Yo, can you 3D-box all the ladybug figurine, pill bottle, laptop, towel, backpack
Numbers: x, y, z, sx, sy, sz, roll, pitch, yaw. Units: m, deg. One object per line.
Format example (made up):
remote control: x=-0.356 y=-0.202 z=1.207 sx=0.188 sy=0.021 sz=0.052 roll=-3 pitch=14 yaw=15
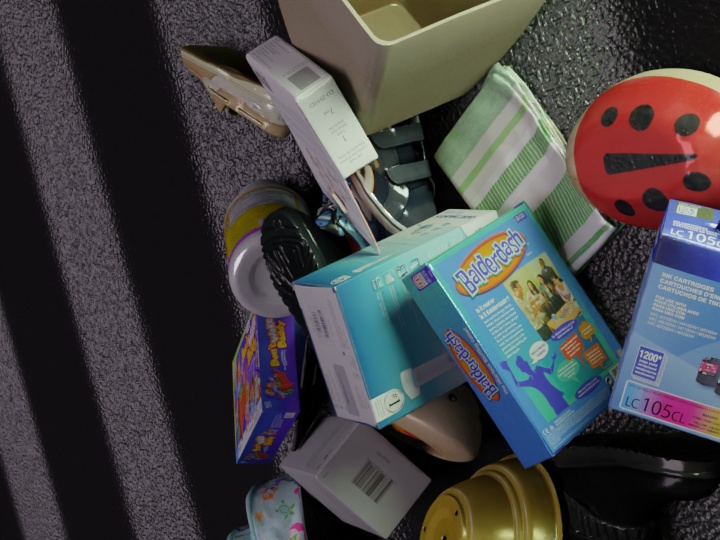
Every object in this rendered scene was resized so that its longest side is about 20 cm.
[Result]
ladybug figurine: x=0.057 y=0.141 z=1.371 sx=0.200 sy=0.136 sz=0.072 roll=14 pitch=70 yaw=55
pill bottle: x=-0.102 y=-0.034 z=1.462 sx=0.200 sy=0.104 sz=0.105 roll=-107 pitch=18 yaw=-64
laptop: x=-0.086 y=0.081 z=1.532 sx=0.103 sy=0.200 sz=0.178 roll=12 pitch=116 yaw=9
towel: x=0.155 y=-0.079 z=1.240 sx=0.200 sy=0.023 sz=0.153 roll=57 pitch=141 yaw=19
ladybug figurine: x=0.246 y=-0.098 z=1.078 sx=0.200 sy=0.072 sz=0.136 roll=-6 pitch=98 yaw=52
backpack: x=-0.078 y=0.347 z=1.574 sx=0.150 sy=0.178 sz=0.201 roll=-13 pitch=87 yaw=12

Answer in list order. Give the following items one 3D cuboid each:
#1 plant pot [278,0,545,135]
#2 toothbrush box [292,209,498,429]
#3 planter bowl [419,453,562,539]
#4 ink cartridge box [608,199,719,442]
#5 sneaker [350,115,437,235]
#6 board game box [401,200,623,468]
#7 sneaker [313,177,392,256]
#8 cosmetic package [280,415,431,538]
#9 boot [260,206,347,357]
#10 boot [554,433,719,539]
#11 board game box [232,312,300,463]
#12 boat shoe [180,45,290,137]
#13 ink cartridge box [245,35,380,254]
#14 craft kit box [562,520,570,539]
plant pot: x=0.032 y=-0.246 z=1.202 sx=0.200 sy=0.199 sz=0.177 roll=54 pitch=153 yaw=23
toothbrush box: x=0.054 y=0.042 z=1.251 sx=0.085 sy=0.199 sz=0.147 roll=7 pitch=119 yaw=59
planter bowl: x=0.115 y=0.279 z=1.308 sx=0.200 sy=0.083 sz=0.201 roll=-45 pitch=38 yaw=52
ink cartridge box: x=0.289 y=0.032 z=1.027 sx=0.136 sy=0.076 sz=0.201 roll=16 pitch=119 yaw=12
sneaker: x=0.029 y=-0.123 z=1.338 sx=0.079 sy=0.078 sz=0.200 roll=-40 pitch=79 yaw=37
board game box: x=0.148 y=0.054 z=1.167 sx=0.200 sy=0.152 sz=0.045 roll=57 pitch=140 yaw=3
sneaker: x=-0.014 y=-0.072 z=1.401 sx=0.078 sy=0.090 sz=0.201 roll=-20 pitch=87 yaw=53
cosmetic package: x=-0.010 y=0.225 z=1.435 sx=0.108 sy=0.085 sz=0.200 roll=42 pitch=168 yaw=-9
boot: x=0.000 y=0.000 z=1.329 sx=0.076 sy=0.168 sz=0.201 roll=-15 pitch=105 yaw=47
boot: x=0.262 y=0.232 z=1.177 sx=0.211 sy=0.079 sz=0.159 roll=-11 pitch=89 yaw=63
board game box: x=-0.115 y=0.136 z=1.533 sx=0.200 sy=0.045 sz=0.135 roll=118 pitch=150 yaw=-62
boat shoe: x=-0.148 y=-0.214 z=1.529 sx=0.200 sy=0.074 sz=0.067 roll=33 pitch=123 yaw=40
ink cartridge box: x=-0.032 y=-0.128 z=1.257 sx=0.177 sy=0.045 sz=0.200 roll=59 pitch=175 yaw=-27
craft kit box: x=0.198 y=0.376 z=1.350 sx=0.197 sy=0.048 sz=0.201 roll=-38 pitch=73 yaw=54
